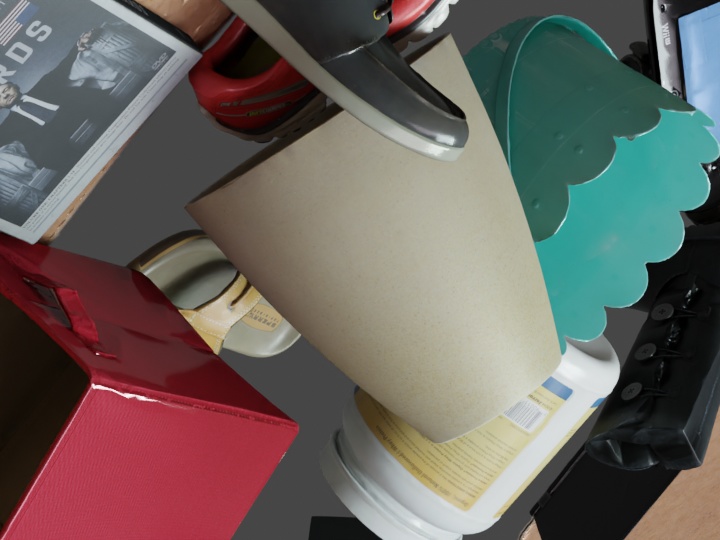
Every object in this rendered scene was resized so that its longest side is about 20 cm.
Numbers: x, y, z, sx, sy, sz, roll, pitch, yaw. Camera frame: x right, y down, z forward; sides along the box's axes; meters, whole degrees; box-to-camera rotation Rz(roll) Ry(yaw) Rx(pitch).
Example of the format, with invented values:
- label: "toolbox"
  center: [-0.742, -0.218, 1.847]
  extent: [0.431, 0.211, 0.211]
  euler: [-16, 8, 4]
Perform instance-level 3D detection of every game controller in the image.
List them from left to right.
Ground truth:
- label: "game controller"
  center: [0.248, -0.139, 1.752]
  extent: [0.104, 0.042, 0.201]
  euler: [-28, 123, -29]

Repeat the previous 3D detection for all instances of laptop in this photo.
- label: "laptop"
  center: [0.252, 0.187, 2.229]
  extent: [0.200, 0.116, 0.188]
  euler: [3, 130, -54]

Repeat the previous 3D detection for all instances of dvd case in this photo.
- label: "dvd case"
  center: [-0.185, -0.096, 1.339]
  extent: [0.150, 0.025, 0.200]
  euler: [-47, 153, 9]

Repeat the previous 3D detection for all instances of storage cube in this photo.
- label: "storage cube"
  center: [-0.180, 0.100, 1.430]
  extent: [0.179, 0.171, 0.200]
  euler: [16, 110, -51]

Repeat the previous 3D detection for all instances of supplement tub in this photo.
- label: "supplement tub"
  center: [0.077, 0.100, 1.838]
  extent: [0.200, 0.145, 0.144]
  euler: [-50, 152, 15]

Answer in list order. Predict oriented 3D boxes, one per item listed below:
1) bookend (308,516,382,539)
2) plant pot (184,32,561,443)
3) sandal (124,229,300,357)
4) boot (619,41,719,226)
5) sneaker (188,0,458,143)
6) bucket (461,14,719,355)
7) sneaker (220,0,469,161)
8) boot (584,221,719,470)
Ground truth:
- label: "bookend"
  center: [-0.038, 0.287, 1.992]
  extent: [0.199, 0.200, 0.092]
  euler: [0, 158, 16]
- label: "plant pot"
  center: [0.028, -0.006, 1.480]
  extent: [0.187, 0.200, 0.187]
  euler: [-33, -175, 3]
- label: "sandal"
  center: [-0.089, 0.026, 1.606]
  extent: [0.080, 0.054, 0.200]
  euler: [-49, 147, 13]
- label: "boot"
  center: [0.225, -0.099, 1.841]
  extent: [0.174, 0.069, 0.201]
  euler: [-19, 136, -35]
- label: "sneaker"
  center: [-0.015, -0.154, 1.426]
  extent: [0.200, 0.077, 0.085]
  euler: [-45, 148, 5]
- label: "bucket"
  center: [0.125, -0.060, 1.655]
  extent: [0.207, 0.135, 0.208]
  euler: [-39, 153, -25]
- label: "sneaker"
  center: [0.000, -0.151, 1.331]
  extent: [0.106, 0.200, 0.075]
  euler: [-49, -171, 9]
- label: "boot"
  center: [0.214, 0.063, 1.887]
  extent: [0.066, 0.165, 0.201]
  euler: [38, 56, -28]
